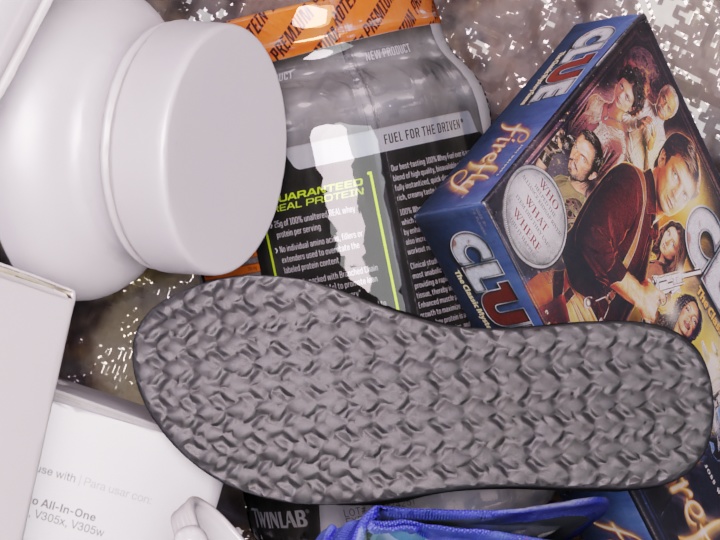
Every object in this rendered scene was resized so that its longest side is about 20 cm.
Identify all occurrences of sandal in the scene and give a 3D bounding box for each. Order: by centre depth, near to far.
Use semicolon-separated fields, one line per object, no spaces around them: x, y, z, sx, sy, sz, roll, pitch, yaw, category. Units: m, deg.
0.020;0.047;0.897;0.199;0.048;0.076;7;84;-3;sandal

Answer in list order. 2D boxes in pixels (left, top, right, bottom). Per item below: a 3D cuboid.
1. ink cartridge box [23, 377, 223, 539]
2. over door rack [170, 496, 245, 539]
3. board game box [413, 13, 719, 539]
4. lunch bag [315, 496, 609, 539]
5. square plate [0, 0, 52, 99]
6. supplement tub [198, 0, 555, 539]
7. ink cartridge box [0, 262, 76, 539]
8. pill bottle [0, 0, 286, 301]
-0.120;0.142;0.950;0.084;0.146;0.201;17;88;-11;ink cartridge box
-0.037;0.192;0.839;0.148;0.067;0.200;-41;98;14;over door rack
0.106;0.023;0.979;0.136;0.034;0.201;-50;120;-43;board game box
0.045;0.162;0.936;0.199;0.170;0.128;28;57;-14;lunch bag
-0.148;-0.160;0.888;0.199;0.028;0.199;26;82;29;square plate
0.000;0.000;0.981;0.122;0.123;0.202;-11;93;-9;supplement tub
-0.191;0.070;0.895;0.082;0.199;0.148;19;76;-33;ink cartridge box
-0.132;-0.048;0.919;0.199;0.112;0.113;5;90;27;pill bottle
